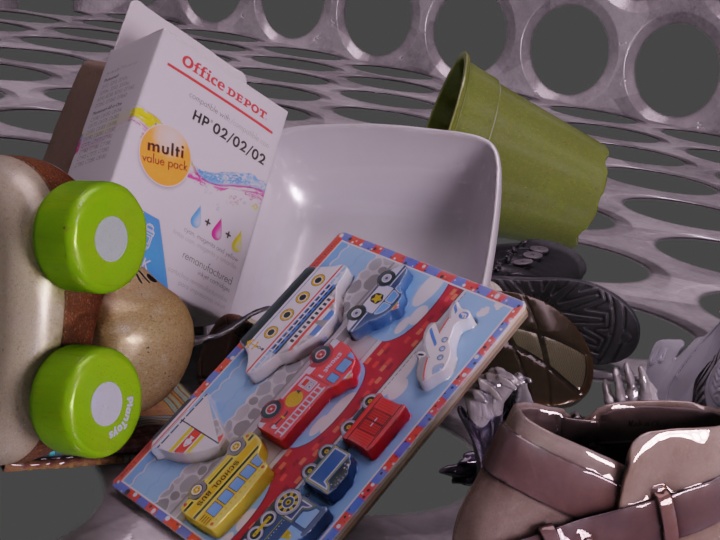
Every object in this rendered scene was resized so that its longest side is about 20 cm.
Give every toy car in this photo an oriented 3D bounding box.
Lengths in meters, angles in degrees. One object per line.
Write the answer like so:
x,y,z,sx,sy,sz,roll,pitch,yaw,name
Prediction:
-0.145,0.020,0.763,0.162,0.161,0.199,4,3,35,toy car

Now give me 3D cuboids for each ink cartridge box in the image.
-0.122,-0.077,0.907,0.114,0.203,0.067,30,-26,-36,ink cartridge box

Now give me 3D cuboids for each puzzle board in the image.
-0.025,0.066,0.718,0.150,0.017,0.200,22,61,44,puzzle board

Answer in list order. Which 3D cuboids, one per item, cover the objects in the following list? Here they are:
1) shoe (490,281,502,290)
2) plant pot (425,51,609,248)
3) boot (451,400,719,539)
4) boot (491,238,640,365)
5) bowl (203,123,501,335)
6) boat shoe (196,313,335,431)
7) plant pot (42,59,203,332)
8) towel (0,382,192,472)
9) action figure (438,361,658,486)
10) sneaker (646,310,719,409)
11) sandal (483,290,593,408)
0.022,0.021,1.054,0.197,0.054,0.071,0,53,-12,shoe
0.163,-0.109,1.484,0.187,0.203,0.200,20,13,-6,plant pot
0.132,0.128,0.559,0.197,0.149,0.070,5,12,-14,boot
0.171,0.022,1.186,0.162,0.067,0.200,14,11,14,boot
0.000,0.000,0.954,0.197,0.202,0.075,4,-29,16,bowl
-0.029,0.085,0.795,0.074,0.075,0.202,25,13,-31,boat shoe
-0.166,-0.061,1.021,0.197,0.178,0.200,10,5,-1,plant pot
-0.180,0.073,0.849,0.145,0.022,0.199,-1,17,-30,towel
0.117,0.100,0.761,0.117,0.104,0.200,-9,21,-17,action figure
0.240,0.045,0.863,0.074,0.203,0.115,20,5,-12,sneaker
0.071,0.060,0.981,0.197,0.083,0.055,2,-23,16,sandal
